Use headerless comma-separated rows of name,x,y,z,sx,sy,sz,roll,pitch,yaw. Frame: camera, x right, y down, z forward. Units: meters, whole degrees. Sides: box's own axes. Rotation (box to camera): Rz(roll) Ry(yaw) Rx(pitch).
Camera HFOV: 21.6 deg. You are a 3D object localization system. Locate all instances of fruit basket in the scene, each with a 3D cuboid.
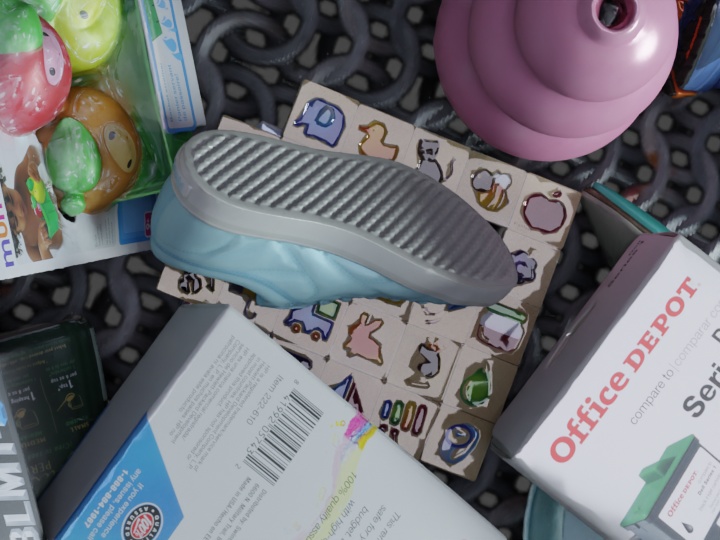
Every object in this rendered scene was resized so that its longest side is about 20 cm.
fruit basket,-0.151,-0.095,0.933,0.093,0.200,0.187,-11,91,15

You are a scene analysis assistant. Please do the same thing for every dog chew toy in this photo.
dog chew toy,0.106,-0.121,0.962,0.123,0.200,0.126,0,90,-7

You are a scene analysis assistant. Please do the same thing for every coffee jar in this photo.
coffee jar,-0.168,0.131,0.990,0.104,0.085,0.202,-14,92,-21

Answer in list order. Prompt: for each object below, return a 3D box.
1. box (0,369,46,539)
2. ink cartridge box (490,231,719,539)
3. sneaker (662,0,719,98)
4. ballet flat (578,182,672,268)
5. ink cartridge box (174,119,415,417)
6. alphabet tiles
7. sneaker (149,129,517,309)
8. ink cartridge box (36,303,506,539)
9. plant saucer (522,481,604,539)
box,-0.238,0.074,0.933,0.049,0.198,0.202,-17,93,-38
ink cartridge box,0.187,0.095,0.966,0.200,0.084,0.146,37,89,-3
sneaker,0.223,-0.178,1.009,0.078,0.201,0.076,1,47,-22
ballet flat,0.194,0.027,1.043,0.199,0.067,0.064,32,99,-5
ink cartridge box,-0.041,0.034,1.030,0.119,0.042,0.201,23,90,-6
alphabet tiles,0.000,0.000,1.012,0.199,0.008,0.168,22,87,-7
sneaker,-0.017,-0.013,0.982,0.199,0.082,0.074,18,46,-22
ink cartridge box,-0.046,0.134,0.951,0.200,0.085,0.145,41,75,-16
plant saucer,0.185,0.144,1.027,0.198,0.036,0.202,0,90,-2
